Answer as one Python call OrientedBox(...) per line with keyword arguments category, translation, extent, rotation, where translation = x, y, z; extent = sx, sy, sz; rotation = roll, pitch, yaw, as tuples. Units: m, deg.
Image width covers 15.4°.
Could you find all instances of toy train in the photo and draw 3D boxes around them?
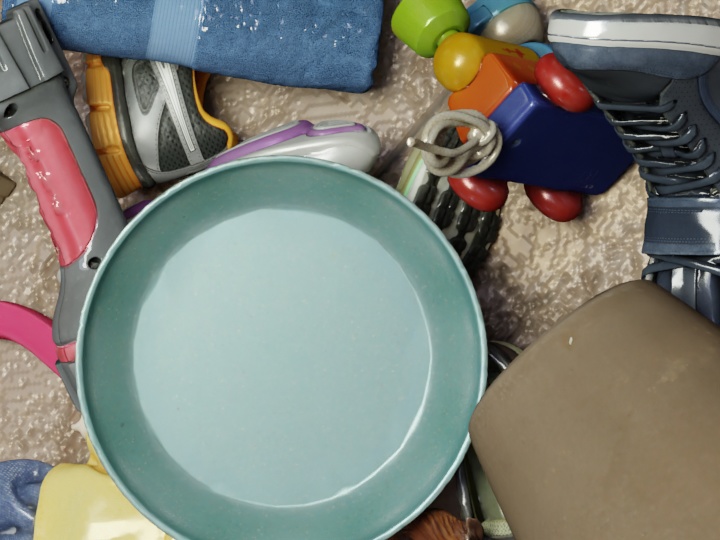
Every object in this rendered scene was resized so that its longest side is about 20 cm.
OrientedBox(category="toy train", translation=(0.054, -0.096, 1.295), extent=(0.085, 0.200, 0.116), rotation=(-49, 61, 23))

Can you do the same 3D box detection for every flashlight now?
OrientedBox(category="flashlight", translation=(-0.152, -0.030, 1.333), extent=(0.068, 0.068, 0.200), rotation=(-23, 101, 7))

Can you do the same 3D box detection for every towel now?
OrientedBox(category="towel", translation=(-0.081, -0.158, 1.378), extent=(0.199, 0.049, 0.112), rotation=(9, 75, -8))

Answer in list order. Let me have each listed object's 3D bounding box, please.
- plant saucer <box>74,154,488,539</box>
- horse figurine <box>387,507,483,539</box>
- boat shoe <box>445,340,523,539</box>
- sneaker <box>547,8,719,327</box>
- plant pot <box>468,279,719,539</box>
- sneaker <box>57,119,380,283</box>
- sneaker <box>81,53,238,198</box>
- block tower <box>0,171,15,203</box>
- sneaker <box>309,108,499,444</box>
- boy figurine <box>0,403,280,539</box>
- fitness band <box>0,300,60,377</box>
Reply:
OrientedBox(category="plant saucer", translation=(-0.038, 0.044, 1.300), extent=(0.199, 0.036, 0.201), rotation=(0, 93, -2))
OrientedBox(category="horse figurine", translation=(0.007, 0.195, 1.329), extent=(0.132, 0.050, 0.200), rotation=(39, 108, 42))
OrientedBox(category="boat shoe", translation=(0.083, 0.128, 1.315), extent=(0.072, 0.066, 0.201), rotation=(-22, 75, 14))
OrientedBox(category="sneaker", translation=(0.149, -0.043, 1.253), extent=(0.077, 0.202, 0.147), rotation=(8, 87, 39))
OrientedBox(category="plant pot", translation=(0.144, 0.105, 1.225), extent=(0.200, 0.200, 0.175), rotation=(-42, 73, 8))
OrientedBox(category="sneaker", translation=(-0.061, -0.011, 1.384), extent=(0.200, 0.075, 0.100), rotation=(-29, 89, 29))
OrientedBox(category="sneaker", translation=(-0.112, -0.140, 1.430), extent=(0.077, 0.078, 0.201), rotation=(-8, 82, 4))
OrientedBox(category="block tower", translation=(-0.275, 0.014, 1.465), extent=(0.054, 0.058, 0.200), rotation=(38, 93, 20))
OrientedBox(category="sneaker", translation=(0.000, 0.000, 1.369), extent=(0.088, 0.077, 0.200), rotation=(23, 85, 37))
OrientedBox(category="boy figurine", translation=(-0.129, 0.129, 1.358), extent=(0.199, 0.064, 0.125), rotation=(-2, 82, 12))
OrientedBox(category="fitness band", translation=(-0.182, 0.105, 1.430), extent=(0.200, 0.037, 0.144), rotation=(40, 93, 19))
